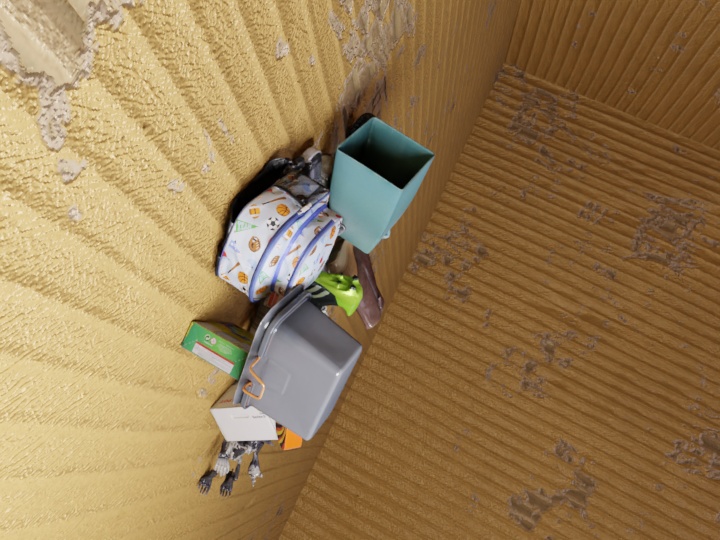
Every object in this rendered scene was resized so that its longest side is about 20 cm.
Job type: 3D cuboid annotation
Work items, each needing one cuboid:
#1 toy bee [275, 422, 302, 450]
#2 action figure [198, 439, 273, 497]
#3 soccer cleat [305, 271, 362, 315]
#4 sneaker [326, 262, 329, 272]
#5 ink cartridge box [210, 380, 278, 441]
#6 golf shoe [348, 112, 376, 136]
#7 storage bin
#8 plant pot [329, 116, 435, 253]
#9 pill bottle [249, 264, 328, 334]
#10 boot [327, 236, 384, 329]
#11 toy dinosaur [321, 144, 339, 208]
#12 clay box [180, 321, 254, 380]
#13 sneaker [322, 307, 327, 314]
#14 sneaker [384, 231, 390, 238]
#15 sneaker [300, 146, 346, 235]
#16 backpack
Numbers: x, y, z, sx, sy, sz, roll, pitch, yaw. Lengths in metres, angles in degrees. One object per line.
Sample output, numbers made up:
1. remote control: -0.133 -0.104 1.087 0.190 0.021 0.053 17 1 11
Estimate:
1. toy bee: -0.119 0.215 1.080 0.129 0.109 0.203 22 104 -37
2. action figure: -0.259 0.403 1.257 0.202 0.117 0.103 -54 -153 21
3. soccer cleat: -0.092 0.024 1.076 0.068 0.195 0.082 -65 176 -54
4. sneaker: -0.105 -0.031 1.314 0.081 0.072 0.202 -23 152 -24
5. ink cartridge box: -0.187 0.249 1.208 0.200 0.143 0.086 -50 122 -53
6. golf shoe: 0.016 -0.294 1.294 0.201 0.075 0.097 92 8 -68
7. storage bin: -0.093 0.152 0.884 0.145 0.133 0.203 -42 160 -55
8. plant pot: 0.024 -0.146 1.119 0.142 0.140 0.202 -48 165 -41
9. pill bottle: -0.139 0.071 1.158 0.116 0.113 0.205 14 97 -79
10. boot: 0.000 0.000 1.227 0.168 0.071 0.202 57 32 -26
11. toy dinosaur: -0.078 -0.151 1.156 0.204 0.076 0.102 -64 158 12
12. clay box: -0.203 0.132 0.993 0.049 0.113 0.200 -63 169 -2
13. sneaker: -0.101 0.094 1.256 0.073 0.201 0.088 9 123 -40
14. sneaker: 0.037 -0.168 1.429 0.073 0.081 0.204 -36 128 -26
15. sneaker: -0.074 -0.115 1.071 0.075 0.112 0.203 -41 156 -50
16. backpack: -0.129 -0.042 0.918 0.190 0.152 0.203 -36 154 -48
